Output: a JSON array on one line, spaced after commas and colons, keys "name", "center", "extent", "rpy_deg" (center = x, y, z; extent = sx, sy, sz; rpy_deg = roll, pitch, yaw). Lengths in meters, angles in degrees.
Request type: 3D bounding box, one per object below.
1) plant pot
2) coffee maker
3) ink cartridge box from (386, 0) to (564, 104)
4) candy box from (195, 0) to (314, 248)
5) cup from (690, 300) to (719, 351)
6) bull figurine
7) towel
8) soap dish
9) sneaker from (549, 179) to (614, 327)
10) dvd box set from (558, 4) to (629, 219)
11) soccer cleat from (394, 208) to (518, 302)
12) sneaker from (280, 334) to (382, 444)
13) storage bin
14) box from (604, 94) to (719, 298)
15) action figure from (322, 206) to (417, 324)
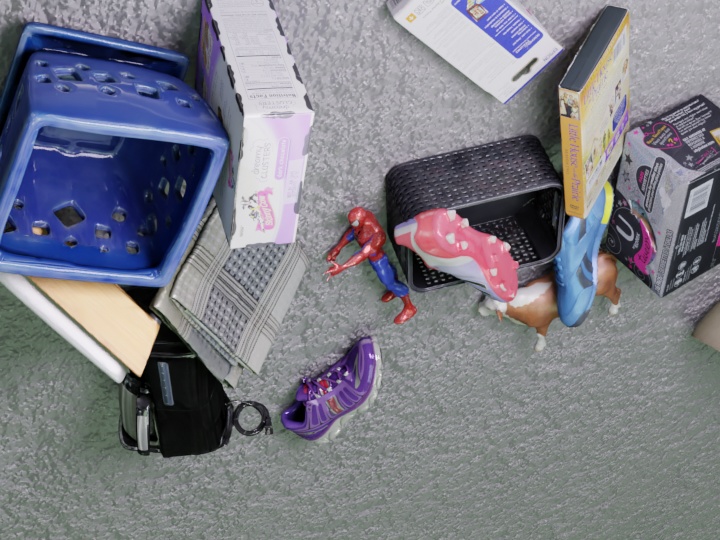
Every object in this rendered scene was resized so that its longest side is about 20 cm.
[{"name": "plant pot", "center": [-0.263, -0.121, 1.288], "extent": [0.198, 0.181, 0.201], "rpy_deg": [7, 133, -28]}, {"name": "coffee maker", "center": [-0.212, 0.118, 1.604], "extent": [0.190, 0.135, 0.201], "rpy_deg": [-13, 137, -16]}, {"name": "ink cartridge box", "center": [0.126, -0.263, 1.410], "extent": [0.095, 0.037, 0.199], "rpy_deg": [-42, 132, 20]}, {"name": "candy box", "center": [-0.111, -0.152, 1.302], "extent": [0.071, 0.201, 0.169], "rpy_deg": [-5, 137, -18]}, {"name": "cup", "center": [0.596, 0.080, 1.874], "extent": [0.199, 0.200, 0.144], "rpy_deg": [26, 95, -40]}, {"name": "bull figurine", "center": [0.260, 0.041, 1.765], "extent": [0.198, 0.066, 0.122], "rpy_deg": [-22, 142, 4]}, {"name": "towel", "center": [-0.141, 0.015, 1.502], "extent": [0.201, 0.034, 0.193], "rpy_deg": [-62, 143, -22]}, {"name": "soap dish", "center": [-0.305, 0.024, 1.403], "extent": [0.200, 0.157, 0.081], "rpy_deg": [45, 83, -15]}, {"name": "sneaker", "center": [0.263, -0.024, 1.664], "extent": [0.078, 0.066, 0.202], "rpy_deg": [-1, 111, -22]}, {"name": "dvd box set", "center": [0.269, -0.178, 1.494], "extent": [0.029, 0.147, 0.201], "rpy_deg": [17, 146, 24]}, {"name": "soccer cleat", "center": [0.118, -0.016, 1.519], "extent": [0.076, 0.067, 0.200], "rpy_deg": [-7, 155, 34]}, {"name": "sneaker", "center": [-0.039, 0.163, 1.762], "extent": [0.083, 0.081, 0.200], "rpy_deg": [19, 126, -30]}, {"name": "storage bin", "center": [0.138, -0.068, 1.577], "extent": [0.198, 0.094, 0.136], "rpy_deg": [-13, 138, -8]}, {"name": "box", "center": [0.394, -0.091, 1.623], "extent": [0.131, 0.115, 0.201], "rpy_deg": [-26, 141, -22]}, {"name": "action figure", "center": [0.000, 0.000, 1.610], "extent": [0.098, 0.065, 0.201], "rpy_deg": [-28, 139, -6]}]
